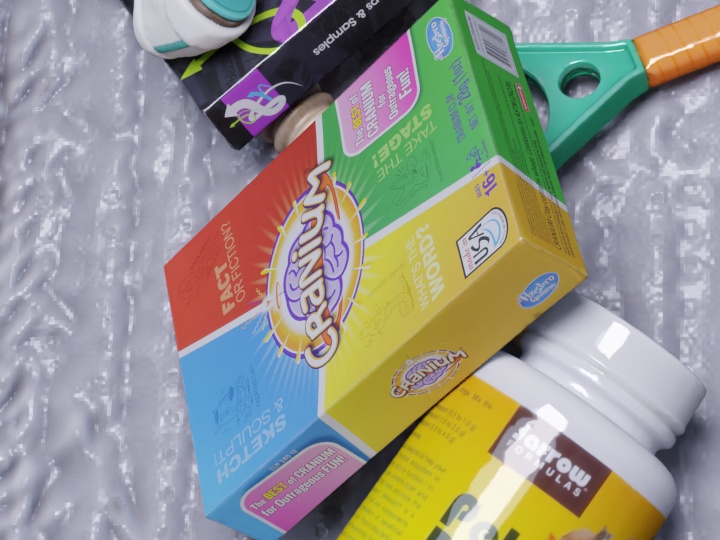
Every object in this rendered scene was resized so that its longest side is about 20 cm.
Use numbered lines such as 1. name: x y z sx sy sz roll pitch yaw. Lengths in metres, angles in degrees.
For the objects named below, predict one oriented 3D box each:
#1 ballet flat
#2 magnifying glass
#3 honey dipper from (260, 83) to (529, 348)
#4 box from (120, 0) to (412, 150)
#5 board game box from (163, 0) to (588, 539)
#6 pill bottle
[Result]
1. ballet flat: -0.074 -0.181 1.237 0.069 0.070 0.201 -4 54 17
2. magnifying glass: 0.107 -0.087 1.197 0.199 0.022 0.080 -20 55 2
3. honey dipper: 0.024 -0.018 1.211 0.038 0.038 0.200 -45 68 0
4. box: -0.018 -0.165 1.248 0.200 0.036 0.143 -40 43 1
5. board game box: 0.000 0.000 1.140 0.200 0.040 0.153 -43 40 27
6. pill bottle: 0.058 0.110 1.111 0.109 0.109 0.200 33 85 25
